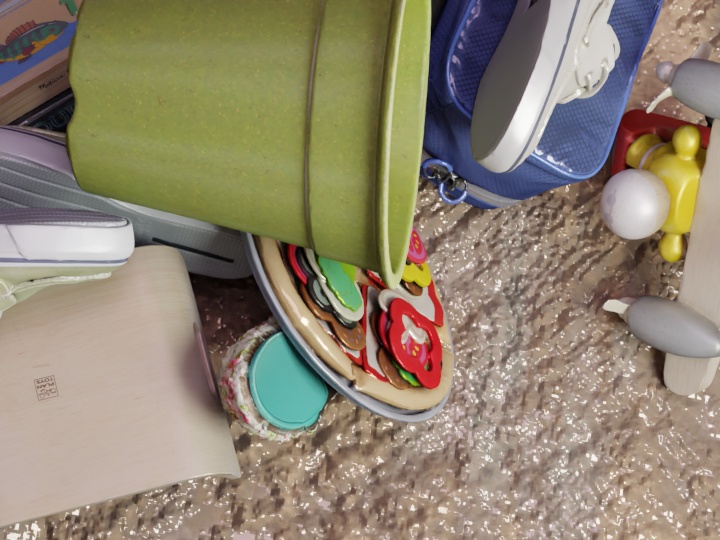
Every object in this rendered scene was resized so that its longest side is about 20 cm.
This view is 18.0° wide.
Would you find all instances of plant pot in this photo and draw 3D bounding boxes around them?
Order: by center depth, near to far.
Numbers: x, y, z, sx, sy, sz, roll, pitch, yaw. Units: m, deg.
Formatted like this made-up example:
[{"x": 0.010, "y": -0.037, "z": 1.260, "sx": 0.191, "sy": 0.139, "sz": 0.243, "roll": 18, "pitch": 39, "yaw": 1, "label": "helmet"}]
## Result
[{"x": -0.063, "y": -0.099, "z": 1.297, "sx": 0.189, "sy": 0.200, "sz": 0.201, "roll": 6, "pitch": 70, "yaw": 7, "label": "plant pot"}]

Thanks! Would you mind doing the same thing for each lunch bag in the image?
[{"x": 0.093, "y": -0.134, "z": 1.488, "sx": 0.135, "sy": 0.132, "sz": 0.201, "roll": 31, "pitch": 69, "yaw": -21, "label": "lunch bag"}]

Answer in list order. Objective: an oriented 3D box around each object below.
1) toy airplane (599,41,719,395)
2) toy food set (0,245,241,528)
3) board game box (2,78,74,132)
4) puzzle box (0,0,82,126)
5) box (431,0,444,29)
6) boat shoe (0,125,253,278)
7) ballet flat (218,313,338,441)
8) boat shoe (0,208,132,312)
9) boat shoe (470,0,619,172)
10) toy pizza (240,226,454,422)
[{"x": 0.221, "y": -0.037, "z": 1.446, "sx": 0.140, "sy": 0.199, "sz": 0.201, "roll": -4, "pitch": 74, "yaw": -24, "label": "toy airplane"}, {"x": -0.183, "y": 0.077, "z": 1.344, "sx": 0.199, "sy": 0.060, "sz": 0.144, "roll": -14, "pitch": 76, "yaw": -7, "label": "toy food set"}, {"x": -0.151, "y": -0.174, "z": 1.434, "sx": 0.199, "sy": 0.028, "sz": 0.136, "roll": -31, "pitch": 54, "yaw": -1, "label": "board game box"}, {"x": -0.198, "y": -0.169, "z": 1.414, "sx": 0.199, "sy": 0.025, "sz": 0.133, "roll": -31, "pitch": 53, "yaw": 0, "label": "puzzle box"}, {"x": -0.011, "y": -0.198, "z": 1.476, "sx": 0.044, "sy": 0.160, "sz": 0.201, "roll": 43, "pitch": 61, "yaw": -41, "label": "box"}, {"x": -0.149, "y": -0.050, "z": 1.389, "sx": 0.199, "sy": 0.072, "sz": 0.062, "roll": 19, "pitch": 51, "yaw": -13, "label": "boat shoe"}, {"x": -0.048, "y": 0.060, "z": 1.383, "sx": 0.064, "sy": 0.200, "sz": 0.076, "roll": -15, "pitch": 97, "yaw": 25, "label": "ballet flat"}, {"x": -0.228, "y": 0.002, "z": 1.297, "sx": 0.199, "sy": 0.072, "sz": 0.062, "roll": -4, "pitch": 100, "yaw": -4, "label": "boat shoe"}, {"x": 0.127, "y": -0.139, "z": 1.396, "sx": 0.070, "sy": 0.071, "sz": 0.201, "roll": 29, "pitch": 62, "yaw": -19, "label": "boat shoe"}, {"x": 0.000, "y": 0.000, "z": 1.410, "sx": 0.200, "sy": 0.032, "sz": 0.201, "roll": 39, "pitch": 33, "yaw": -32, "label": "toy pizza"}]
